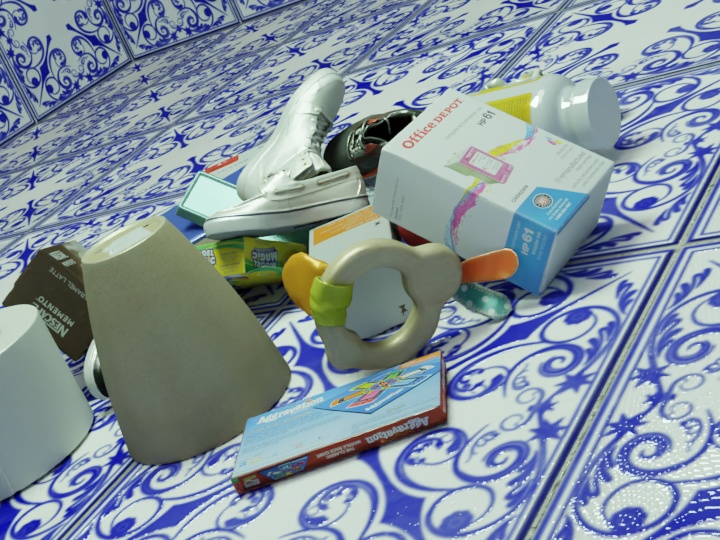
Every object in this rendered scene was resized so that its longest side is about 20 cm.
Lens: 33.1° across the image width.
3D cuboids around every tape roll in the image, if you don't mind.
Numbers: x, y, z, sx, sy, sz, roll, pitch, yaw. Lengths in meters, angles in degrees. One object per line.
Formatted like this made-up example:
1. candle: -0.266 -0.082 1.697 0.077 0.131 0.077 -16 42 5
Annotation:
1. tape roll: -0.412 0.149 1.326 0.200 0.141 0.203 -21 21 8

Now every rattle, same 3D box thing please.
1. rattle: 0.039 0.013 1.179 0.198 0.132 0.143 -24 6 -12

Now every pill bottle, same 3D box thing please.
1. pill bottle: 0.203 -0.170 1.440 0.198 0.113 0.112 -7 26 40

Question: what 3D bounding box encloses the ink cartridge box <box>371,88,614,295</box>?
1. ink cartridge box: 0.131 -0.084 1.210 0.198 0.086 0.144 26 44 21

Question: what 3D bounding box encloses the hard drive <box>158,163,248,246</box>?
1. hard drive: -0.213 -0.066 1.610 0.198 0.026 0.132 -31 29 -4

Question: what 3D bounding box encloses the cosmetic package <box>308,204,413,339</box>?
1. cosmetic package: 0.000 0.000 1.315 0.100 0.072 0.200 -22 21 6

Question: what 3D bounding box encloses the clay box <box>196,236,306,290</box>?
1. clay box: -0.154 -0.006 1.470 0.198 0.048 0.114 -10 -10 37

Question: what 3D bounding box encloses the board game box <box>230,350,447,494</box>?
1. board game box: -0.017 0.134 1.078 0.197 0.020 0.103 -21 22 12

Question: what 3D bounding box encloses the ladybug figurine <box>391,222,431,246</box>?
1. ladybug figurine: 0.078 -0.077 1.351 0.072 0.135 0.200 -47 9 23

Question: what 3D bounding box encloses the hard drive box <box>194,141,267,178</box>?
1. hard drive box: -0.165 -0.113 1.784 0.154 0.078 0.200 -24 20 2

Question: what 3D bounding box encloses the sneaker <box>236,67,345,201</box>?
1. sneaker: -0.057 -0.150 1.493 0.115 0.074 0.201 28 83 45

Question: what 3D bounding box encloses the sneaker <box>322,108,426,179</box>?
1. sneaker: 0.018 -0.165 1.477 0.198 0.078 0.081 -13 -14 40

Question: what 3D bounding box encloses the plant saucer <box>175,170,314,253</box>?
1. plant saucer: -0.141 -0.069 1.538 0.198 0.019 0.071 23 71 20

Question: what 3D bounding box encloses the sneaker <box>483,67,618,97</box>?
1. sneaker: 0.239 -0.217 1.563 0.198 0.082 0.076 -2 28 44

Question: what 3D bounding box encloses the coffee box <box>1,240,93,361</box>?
1. coffee box: -0.350 0.032 1.484 0.080 0.114 0.200 -52 3 3

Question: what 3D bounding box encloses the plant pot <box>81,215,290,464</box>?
1. plant pot: -0.192 0.055 1.214 0.185 0.202 0.188 -21 20 8

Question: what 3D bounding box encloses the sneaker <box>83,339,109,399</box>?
1. sneaker: -0.227 0.072 1.396 0.111 0.074 0.200 -14 21 32

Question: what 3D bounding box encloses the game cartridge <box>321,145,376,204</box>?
1. game cartridge: -0.011 -0.109 1.561 0.132 0.041 0.199 -23 34 -31

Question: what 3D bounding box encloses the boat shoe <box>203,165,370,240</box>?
1. boat shoe: -0.089 -0.083 1.410 0.197 0.071 0.071 -12 -6 -8
